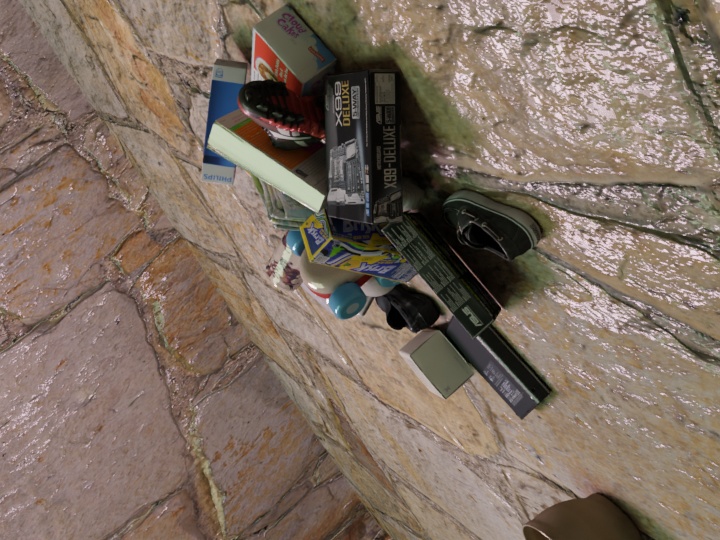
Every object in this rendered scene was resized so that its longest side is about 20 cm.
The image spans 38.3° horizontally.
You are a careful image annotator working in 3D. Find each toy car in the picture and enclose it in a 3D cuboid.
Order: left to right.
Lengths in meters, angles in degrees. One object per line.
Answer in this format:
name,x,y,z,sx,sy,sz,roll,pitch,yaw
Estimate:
toy car,0.000,0.000,1.798,0.185,0.176,0.200,54,-179,32

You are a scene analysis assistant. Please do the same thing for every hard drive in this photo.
hard drive,0.222,0.151,1.723,0.200,0.033,0.140,48,165,12

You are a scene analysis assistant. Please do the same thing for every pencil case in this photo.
pencil case,-0.105,-0.060,1.909,0.077,0.090,0.201,27,121,-5

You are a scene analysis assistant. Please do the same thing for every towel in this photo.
towel,-0.082,-0.137,1.629,0.048,0.199,0.172,-49,53,37

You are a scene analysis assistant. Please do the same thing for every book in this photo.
book,-0.111,-0.176,1.556,0.199,0.134,0.048,32,125,10

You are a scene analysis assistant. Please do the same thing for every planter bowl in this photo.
planter bowl,0.392,0.468,1.765,0.200,0.135,0.201,46,163,18

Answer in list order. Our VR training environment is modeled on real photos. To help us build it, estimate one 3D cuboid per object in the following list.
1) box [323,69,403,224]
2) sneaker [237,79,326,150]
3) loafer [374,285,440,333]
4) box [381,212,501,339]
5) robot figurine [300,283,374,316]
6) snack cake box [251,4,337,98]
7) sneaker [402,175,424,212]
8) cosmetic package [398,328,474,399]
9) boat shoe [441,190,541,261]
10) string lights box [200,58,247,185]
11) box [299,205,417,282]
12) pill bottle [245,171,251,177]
box,0.002,-0.169,1.414,0.158,0.049,0.202,-163,70,-65
sneaker,-0.113,-0.216,1.477,0.200,0.098,0.071,6,-114,-53
loafer,0.071,0.073,1.906,0.068,0.070,0.200,57,164,-20
box,0.123,0.002,1.508,0.200,0.047,0.193,50,-168,4
robot figurine,-0.057,0.011,2.053,0.200,0.113,0.169,41,-164,35
snack cake box,-0.106,-0.299,1.573,0.115,0.067,0.200,50,165,7
sneaker,0.045,-0.115,1.557,0.200,0.091,0.076,-114,34,-75
cosmetic package,0.134,0.166,1.872,0.104,0.073,0.200,50,175,-1
boat shoe,0.159,-0.059,1.379,0.069,0.057,0.200,58,163,-25
string lights box,-0.236,-0.258,1.795,0.103,0.058,0.202,-103,21,-72
box,0.008,-0.040,1.586,0.199,0.064,0.070,13,-133,-39
pill bottle,-0.147,-0.229,1.763,0.117,0.116,0.200,49,164,6
